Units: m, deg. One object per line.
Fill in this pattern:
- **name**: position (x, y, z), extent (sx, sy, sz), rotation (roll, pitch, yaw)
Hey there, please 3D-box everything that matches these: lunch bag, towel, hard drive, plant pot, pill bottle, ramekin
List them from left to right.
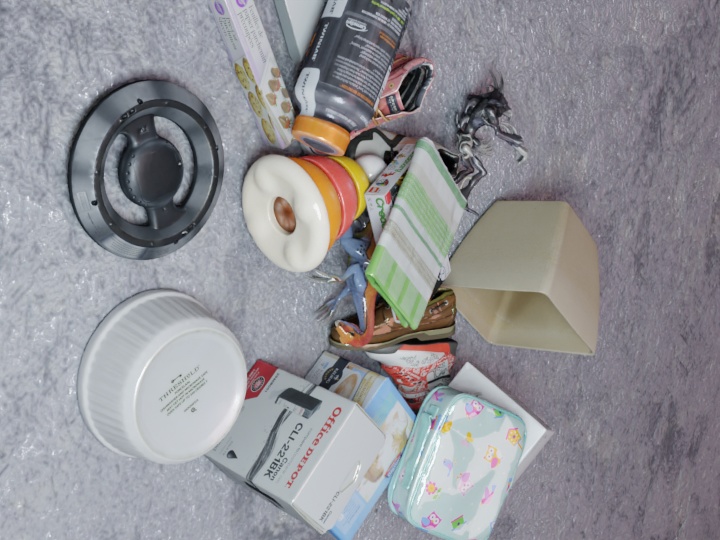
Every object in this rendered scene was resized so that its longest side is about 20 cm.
- **ramekin**: position (-0.221, 0.132, 1.154), extent (0.201, 0.094, 0.206), rotation (-16, 113, -41)
- **hard drive**: position (-0.028, -0.367, 1.249), extent (0.199, 0.026, 0.133), rotation (-37, 125, -32)
- **pill bottle**: position (-0.018, -0.244, 1.198), extent (0.106, 0.105, 0.203), rotation (27, 81, -45)
- **towel**: position (0.069, -0.046, 1.254), extent (0.149, 0.030, 0.202), rotation (50, 56, -48)
- **lunch bag**: position (0.130, 0.262, 1.352), extent (0.159, 0.077, 0.202), rotation (25, 84, -25)
- **plant pot**: position (0.268, 0.001, 1.549), extent (0.200, 0.198, 0.179), rotation (44, 60, -42)

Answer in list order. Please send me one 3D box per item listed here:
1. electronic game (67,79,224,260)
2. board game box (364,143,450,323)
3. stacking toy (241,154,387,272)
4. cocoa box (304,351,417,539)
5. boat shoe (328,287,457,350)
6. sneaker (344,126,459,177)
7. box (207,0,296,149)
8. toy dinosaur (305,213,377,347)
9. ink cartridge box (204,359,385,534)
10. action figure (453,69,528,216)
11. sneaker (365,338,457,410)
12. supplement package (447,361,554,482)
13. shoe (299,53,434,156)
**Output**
- **electronic game**: position (-0.235, -0.111, 1.105), extent (0.198, 0.041, 0.203), rotation (-18, 116, -41)
- **board game box**: position (0.065, -0.047, 1.303), extent (0.127, 0.034, 0.202), rotation (-52, 138, -43)
- **stacking toy**: position (-0.038, -0.096, 1.242), extent (0.199, 0.145, 0.148), rotation (-28, 120, -42)
- **cocoa box**: position (-0.033, 0.240, 1.348), extent (0.201, 0.130, 0.134), rotation (-53, 132, -20)
- **boat shoe**: position (0.045, 0.063, 1.399), extent (0.197, 0.072, 0.069), rotation (-9, 113, -27)
- **sneaker**: position (0.057, -0.157, 1.361), extent (0.198, 0.079, 0.075), rotation (-7, 109, -42)
- **box**: position (-0.125, -0.242, 1.180), extent (0.039, 0.041, 0.202), rotation (-41, 128, -29)
- **toy dinosaur**: position (0.000, 0.000, 1.289), extent (0.198, 0.183, 0.105), rotation (-29, 160, 15)
- **ink cartridge box**: position (-0.087, 0.215, 1.236), extent (0.145, 0.198, 0.084), rotation (-55, 133, -18)
- **action figure**: position (0.181, -0.187, 1.454), extent (0.101, 0.119, 0.202), rotation (22, 95, -27)
- **sneaker**: position (0.072, 0.155, 1.470), extent (0.200, 0.067, 0.110), rotation (4, 98, -51)
- **supplement package**: position (0.167, 0.267, 1.482), extent (0.201, 0.155, 0.111), rotation (-52, 161, 4)
- **shoe**: position (0.011, -0.217, 1.285), extent (0.200, 0.090, 0.072), rotation (-46, 130, -26)
